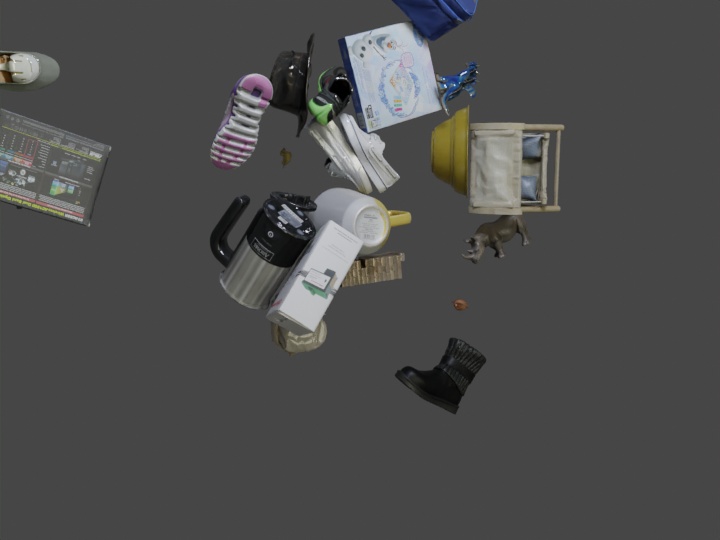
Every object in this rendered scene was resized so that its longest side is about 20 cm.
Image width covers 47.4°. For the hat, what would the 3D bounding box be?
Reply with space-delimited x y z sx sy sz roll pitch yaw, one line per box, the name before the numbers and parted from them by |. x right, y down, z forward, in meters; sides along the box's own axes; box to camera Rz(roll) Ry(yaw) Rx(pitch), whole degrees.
hat | -0.139 -0.365 1.598 0.080 0.201 0.204 7 92 -9

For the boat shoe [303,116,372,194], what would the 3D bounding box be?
boat shoe | -0.047 -0.234 1.713 0.068 0.072 0.201 -34 118 1

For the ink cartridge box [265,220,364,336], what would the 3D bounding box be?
ink cartridge box | -0.090 0.020 1.569 0.084 0.146 0.202 31 76 -9

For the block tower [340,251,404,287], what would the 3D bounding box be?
block tower | 0.000 0.000 1.768 0.197 0.054 0.059 -10 101 -26

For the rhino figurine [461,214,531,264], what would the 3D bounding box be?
rhino figurine | 0.315 -0.074 1.926 0.198 0.060 0.088 -26 97 -21

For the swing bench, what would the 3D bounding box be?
swing bench | 0.352 -0.233 1.870 0.198 0.129 0.202 -7 101 -39

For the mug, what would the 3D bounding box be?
mug | 0.000 -0.107 1.700 0.186 0.153 0.150 -43 112 -18

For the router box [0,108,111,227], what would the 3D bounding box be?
router box | -0.557 -0.178 1.444 0.198 0.062 0.152 18 86 -29

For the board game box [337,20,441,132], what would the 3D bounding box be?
board game box | 0.066 -0.419 1.762 0.197 0.043 0.203 -20 104 -24

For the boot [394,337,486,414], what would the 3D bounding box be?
boot | 0.183 0.222 1.874 0.210 0.079 0.159 31 87 -38

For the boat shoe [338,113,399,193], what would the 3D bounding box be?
boat shoe | 0.019 -0.257 1.726 0.065 0.074 0.201 -32 128 2

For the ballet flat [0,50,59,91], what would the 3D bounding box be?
ballet flat | -0.613 -0.342 1.396 0.197 0.063 0.069 -5 98 -28

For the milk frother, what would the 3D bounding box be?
milk frother | -0.175 -0.055 1.632 0.199 0.181 0.189 -5 137 -55

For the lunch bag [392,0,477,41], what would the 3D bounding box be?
lunch bag | 0.163 -0.594 1.720 0.199 0.132 0.137 37 49 -27

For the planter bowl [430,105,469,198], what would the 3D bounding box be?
planter bowl | 0.197 -0.261 1.803 0.082 0.200 0.204 2 96 7

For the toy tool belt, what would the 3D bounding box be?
toy tool belt | -0.127 0.073 1.691 0.123 0.123 0.203 6 80 -14

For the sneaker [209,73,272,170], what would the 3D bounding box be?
sneaker | -0.236 -0.295 1.599 0.080 0.089 0.202 18 109 -29

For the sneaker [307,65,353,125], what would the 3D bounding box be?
sneaker | -0.045 -0.358 1.646 0.077 0.083 0.201 49 29 -25

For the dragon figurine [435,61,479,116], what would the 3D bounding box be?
dragon figurine | 0.218 -0.405 1.791 0.098 0.201 0.060 -13 117 12
